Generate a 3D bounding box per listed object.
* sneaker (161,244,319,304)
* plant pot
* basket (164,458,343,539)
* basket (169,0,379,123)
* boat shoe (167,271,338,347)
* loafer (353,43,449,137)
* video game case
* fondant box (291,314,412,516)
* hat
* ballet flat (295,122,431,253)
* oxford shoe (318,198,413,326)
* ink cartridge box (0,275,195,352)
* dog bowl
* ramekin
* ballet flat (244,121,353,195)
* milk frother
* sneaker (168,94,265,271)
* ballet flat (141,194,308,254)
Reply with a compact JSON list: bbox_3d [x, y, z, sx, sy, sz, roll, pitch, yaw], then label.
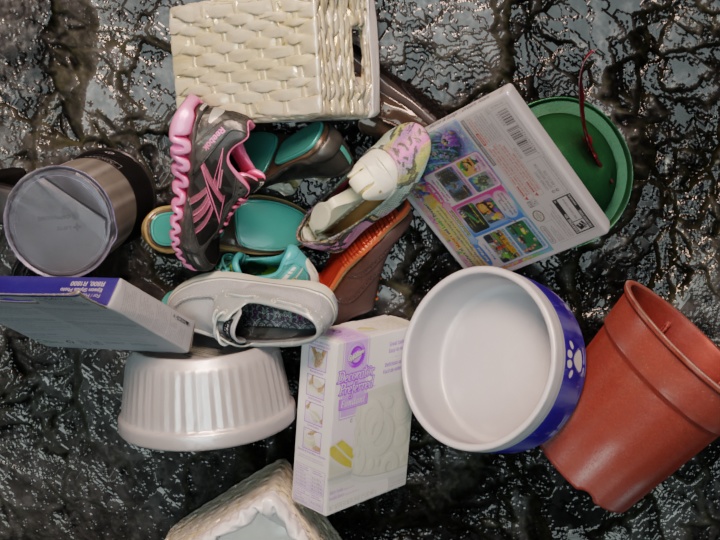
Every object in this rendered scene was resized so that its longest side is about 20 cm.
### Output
[{"bbox_3d":[-0.142,0.014,1.191,0.197,0.078,0.080,-14,123,18],"label":"sneaker"},{"bbox_3d":[0.308,0.151,1.173,0.200,0.201,0.196,39,108,-6],"label":"plant pot"},{"bbox_3d":[-0.120,0.361,1.236,0.199,0.161,0.199,-33,99,9],"label":"basket"},{"bbox_3d":[-0.093,-0.221,1.100,0.198,0.123,0.138,2,103,29],"label":"basket"},{"bbox_3d":[-0.125,0.047,1.121,0.198,0.072,0.071,0,115,17],"label":"boat shoe"},{"bbox_3d":[0.031,-0.179,1.173,0.199,0.073,0.071,38,111,0],"label":"loafer"},{"bbox_3d":[0.144,-0.087,1.139,0.181,0.024,0.200,-23,119,37],"label":"video game case"},{"bbox_3d":[-0.005,0.162,1.201,0.058,0.143,0.203,13,105,40],"label":"fondant box"},{"bbox_3d":[0.221,-0.105,1.120,0.165,0.176,0.201,-34,98,8],"label":"hat"},{"bbox_3d":[-0.002,-0.082,1.130,0.200,0.071,0.070,-43,72,36],"label":"ballet flat"},{"bbox_3d":[0.000,0.000,1.214,0.072,0.071,0.200,37,108,-23],"label":"oxford shoe"},{"bbox_3d":[-0.302,0.037,1.069,0.197,0.200,0.041,1,71,23],"label":"ink cartridge box"},{"bbox_3d":[0.146,0.101,1.160,0.198,0.078,0.203,-10,74,37],"label":"dog bowl"},{"bbox_3d":[-0.173,0.126,1.172,0.199,0.202,0.096,-2,99,2],"label":"ramekin"},{"bbox_3d":[-0.079,-0.115,1.145,0.068,0.199,0.069,37,70,-31],"label":"ballet flat"},{"bbox_3d":[-0.326,-0.023,1.150,0.178,0.188,0.203,-4,102,4],"label":"milk frother"},{"bbox_3d":[-0.147,-0.081,1.087,0.094,0.079,0.202,8,126,4],"label":"sneaker"},{"bbox_3d":[-0.153,-0.053,1.201,0.197,0.063,0.070,1,91,-18],"label":"ballet flat"}]
